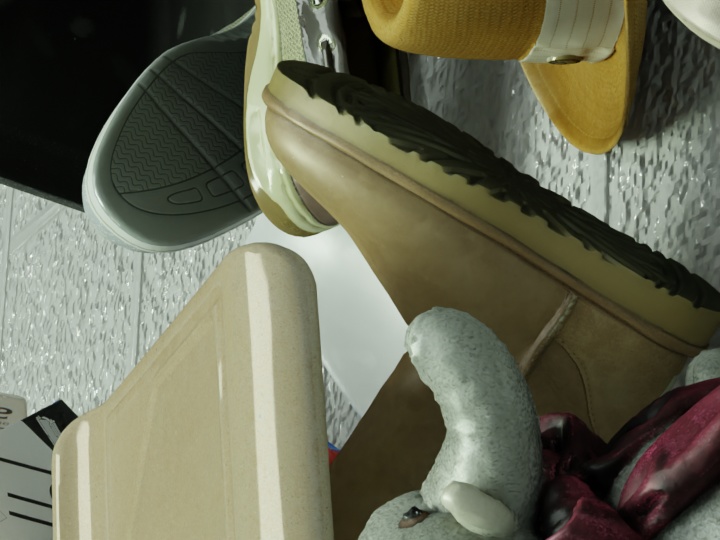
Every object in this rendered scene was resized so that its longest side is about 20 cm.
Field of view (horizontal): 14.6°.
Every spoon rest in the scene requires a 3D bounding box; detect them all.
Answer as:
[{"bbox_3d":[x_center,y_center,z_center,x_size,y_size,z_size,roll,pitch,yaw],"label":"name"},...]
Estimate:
[{"bbox_3d":[0.000,0.000,1.114,0.200,0.060,0.100,-144,66,-66],"label":"spoon rest"}]

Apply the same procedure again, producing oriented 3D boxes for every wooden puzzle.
[{"bbox_3d":[-0.049,0.108,0.882,0.200,0.037,0.186,141,129,-59],"label":"wooden puzzle"}]

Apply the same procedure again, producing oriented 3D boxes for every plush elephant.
[{"bbox_3d":[0.065,0.072,0.781,0.165,0.154,0.201,-86,3,-76],"label":"plush elephant"}]

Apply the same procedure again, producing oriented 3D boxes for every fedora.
[{"bbox_3d":[0.040,-0.128,0.967,0.201,0.081,0.202,171,90,-82],"label":"fedora"}]

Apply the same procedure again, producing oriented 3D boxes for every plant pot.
[{"bbox_3d":[-0.147,-0.170,1.379,0.200,0.199,0.178,125,157,-47],"label":"plant pot"}]

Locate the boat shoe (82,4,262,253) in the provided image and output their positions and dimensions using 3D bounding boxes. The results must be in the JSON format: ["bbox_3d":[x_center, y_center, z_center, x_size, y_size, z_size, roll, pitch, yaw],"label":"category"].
[{"bbox_3d":[-0.050,-0.064,1.141,0.065,0.074,0.202,-46,5,45],"label":"boat shoe"}]

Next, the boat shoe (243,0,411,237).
[{"bbox_3d":[-0.005,-0.115,1.085,0.065,0.073,0.201,-7,81,30],"label":"boat shoe"}]

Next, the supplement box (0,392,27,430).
[{"bbox_3d":[-0.172,0.158,1.082,0.126,0.073,0.201,121,149,-41],"label":"supplement box"}]

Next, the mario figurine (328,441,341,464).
[{"bbox_3d":[-0.022,0.103,1.042,0.200,0.123,0.107,19,103,61],"label":"mario figurine"}]

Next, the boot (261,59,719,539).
[{"bbox_3d":[0.002,0.056,0.915,0.201,0.175,0.066,-59,-3,13],"label":"boot"}]

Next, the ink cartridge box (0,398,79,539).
[{"bbox_3d":[-0.074,0.141,1.015,0.200,0.094,0.044,44,119,10],"label":"ink cartridge box"}]

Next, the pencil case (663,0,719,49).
[{"bbox_3d":[0.149,-0.151,0.793,0.089,0.078,0.201,37,119,35],"label":"pencil case"}]
